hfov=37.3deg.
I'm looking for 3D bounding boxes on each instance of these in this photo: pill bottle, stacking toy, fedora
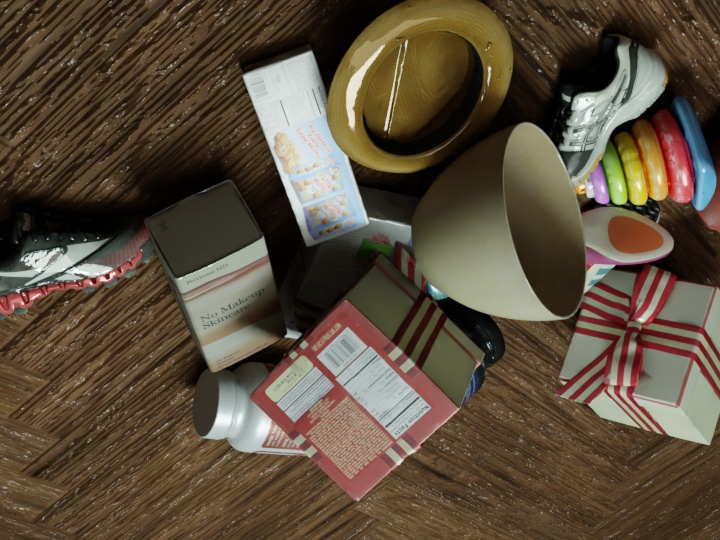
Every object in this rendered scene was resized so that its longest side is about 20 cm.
[{"bbox_3d":[-0.103,0.174,1.338,0.200,0.112,0.112,10,130,-30],"label":"pill bottle"},{"bbox_3d":[0.084,0.129,1.322,0.200,0.112,0.112,-34,146,-28],"label":"pill bottle"},{"bbox_3d":[0.290,-0.112,1.213,0.200,0.110,0.116,-16,155,9],"label":"stacking toy"},{"bbox_3d":[0.050,-0.190,1.035,0.200,0.082,0.201,-11,135,-12],"label":"fedora"}]

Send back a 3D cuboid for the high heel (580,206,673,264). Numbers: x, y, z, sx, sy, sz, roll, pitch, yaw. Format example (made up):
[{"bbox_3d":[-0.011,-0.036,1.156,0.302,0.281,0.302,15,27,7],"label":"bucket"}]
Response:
[{"bbox_3d":[0.256,-0.032,1.242,0.199,0.068,0.096,9,163,4],"label":"high heel"}]

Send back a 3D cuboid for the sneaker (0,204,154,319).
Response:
[{"bbox_3d":[-0.304,-0.024,1.077,0.200,0.071,0.098,-19,129,-12],"label":"sneaker"}]

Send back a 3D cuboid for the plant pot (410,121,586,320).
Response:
[{"bbox_3d":[0.131,-0.038,1.095,0.134,0.201,0.200,-13,145,31],"label":"plant pot"}]

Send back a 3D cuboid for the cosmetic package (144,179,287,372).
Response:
[{"bbox_3d":[-0.148,0.011,1.131,0.103,0.087,0.200,-27,149,-11],"label":"cosmetic package"}]

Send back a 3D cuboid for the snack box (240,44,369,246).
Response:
[{"bbox_3d":[-0.053,-0.121,1.068,0.072,0.024,0.200,-20,121,-2],"label":"snack box"}]

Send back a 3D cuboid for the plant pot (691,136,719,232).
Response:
[{"bbox_3d":[0.493,-0.125,1.215,0.200,0.201,0.195,7,139,-28],"label":"plant pot"}]

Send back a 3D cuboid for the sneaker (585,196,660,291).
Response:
[{"bbox_3d":[0.285,-0.022,1.334,0.200,0.070,0.093,-42,170,3],"label":"sneaker"}]

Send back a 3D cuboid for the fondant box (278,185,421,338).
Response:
[{"bbox_3d":[0.000,0.000,1.224,0.144,0.058,0.200,10,132,-21],"label":"fondant box"}]

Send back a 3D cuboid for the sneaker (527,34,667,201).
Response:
[{"bbox_3d":[0.233,-0.168,1.148,0.088,0.076,0.200,28,109,-33],"label":"sneaker"}]

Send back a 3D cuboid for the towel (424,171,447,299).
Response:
[{"bbox_3d":[0.147,-0.050,1.270,0.146,0.022,0.200,-14,138,-8],"label":"towel"}]

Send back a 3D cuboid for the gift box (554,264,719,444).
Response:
[{"bbox_3d":[0.359,0.110,1.374,0.200,0.185,0.187,6,158,34],"label":"gift box"}]

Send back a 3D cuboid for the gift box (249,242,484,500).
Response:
[{"bbox_3d":[0.008,0.092,1.134,0.184,0.187,0.200,-40,92,21],"label":"gift box"}]
